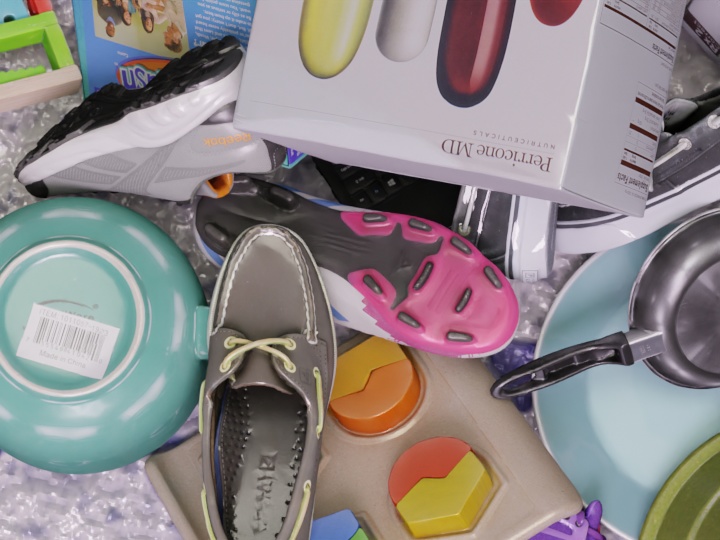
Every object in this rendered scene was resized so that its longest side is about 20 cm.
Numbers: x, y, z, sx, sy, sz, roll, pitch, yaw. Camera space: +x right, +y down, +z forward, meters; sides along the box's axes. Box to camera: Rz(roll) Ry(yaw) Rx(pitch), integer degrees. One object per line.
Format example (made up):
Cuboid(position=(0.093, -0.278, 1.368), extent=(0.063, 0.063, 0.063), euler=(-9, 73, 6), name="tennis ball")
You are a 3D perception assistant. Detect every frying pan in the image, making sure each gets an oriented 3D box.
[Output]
Cuboid(position=(0.171, 0.020, 1.415), extent=(0.190, 0.031, 0.115), euler=(-3, 115, -19), name="frying pan")

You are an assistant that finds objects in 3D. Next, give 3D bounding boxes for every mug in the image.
Cuboid(position=(-0.147, 0.028, 1.426), extent=(0.185, 0.114, 0.152), euler=(-30, 82, -6), name="mug")

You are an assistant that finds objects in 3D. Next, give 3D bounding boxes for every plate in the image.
Cuboid(position=(0.198, 0.069, 1.473), extent=(0.200, 0.026, 0.201), euler=(0, 79, -1), name="plate")

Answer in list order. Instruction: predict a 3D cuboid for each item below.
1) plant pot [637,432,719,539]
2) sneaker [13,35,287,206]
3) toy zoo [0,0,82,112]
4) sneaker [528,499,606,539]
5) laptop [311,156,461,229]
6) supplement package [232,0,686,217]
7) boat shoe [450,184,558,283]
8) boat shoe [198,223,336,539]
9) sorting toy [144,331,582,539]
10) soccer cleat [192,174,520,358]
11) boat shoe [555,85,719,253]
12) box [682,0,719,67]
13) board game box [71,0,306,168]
Cuboid(position=(0.263, 0.181, 1.355), extent=(0.200, 0.190, 0.201), euler=(0, 91, -7), name="plant pot")
Cuboid(position=(-0.121, -0.065, 1.420), extent=(0.079, 0.200, 0.074), euler=(55, 50, -20), name="sneaker")
Cuboid(position=(-0.258, -0.178, 1.479), extent=(0.131, 0.020, 0.200), euler=(-16, 71, -20), name="toy zoo")
Cuboid(position=(0.114, 0.175, 1.421), extent=(0.083, 0.081, 0.200), euler=(-32, 82, -1), name="sneaker")
Cuboid(position=(0.042, -0.126, 1.462), extent=(0.177, 0.103, 0.200), euler=(-30, 78, -5), name="laptop")
Cuboid(position=(0.061, -0.147, 1.334), extent=(0.191, 0.147, 0.200), euler=(11, 90, 23), name="supplement package")
Cuboid(position=(0.081, -0.095, 1.433), extent=(0.071, 0.072, 0.201), euler=(5, 88, 6), name="boat shoe")
Cuboid(position=(-0.050, 0.068, 1.356), extent=(0.072, 0.060, 0.202), euler=(1, 77, 2), name="boat shoe")
Cuboid(position=(-0.003, 0.115, 1.408), extent=(0.200, 0.037, 0.185), euler=(-29, 47, -8), name="sorting toy")
Cuboid(position=(0.000, 0.000, 1.444), extent=(0.200, 0.086, 0.070), euler=(22, 75, 12), name="soccer cleat")
Cuboid(position=(0.176, -0.070, 1.425), extent=(0.068, 0.199, 0.074), euler=(54, 43, -17), name="boat shoe")
Cuboid(position=(0.307, -0.137, 1.419), extent=(0.131, 0.200, 0.199), euler=(-40, 84, -12), name="box")
Cuboid(position=(-0.095, -0.169, 1.405), extent=(0.152, 0.200, 0.045), euler=(19, 40, 28), name="board game box")
